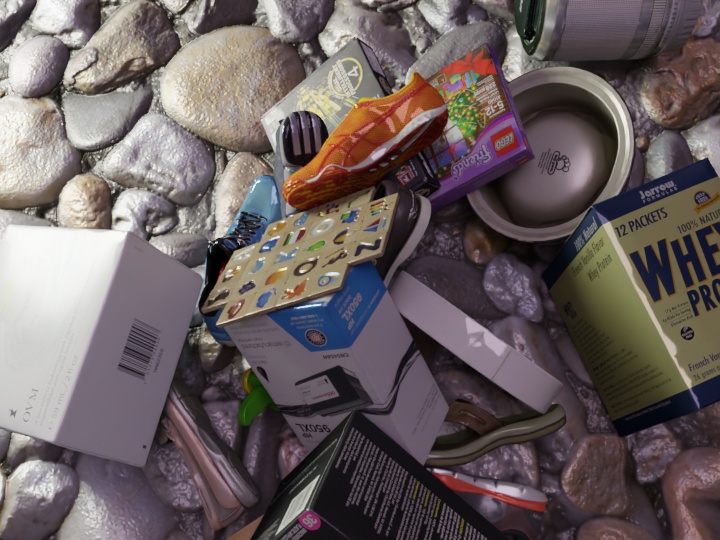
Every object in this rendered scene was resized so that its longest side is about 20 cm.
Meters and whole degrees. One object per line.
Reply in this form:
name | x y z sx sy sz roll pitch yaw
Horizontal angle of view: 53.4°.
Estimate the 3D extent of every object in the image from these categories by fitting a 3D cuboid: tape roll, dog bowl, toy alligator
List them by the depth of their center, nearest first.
tape roll | 0.113 0.071 0.724 0.201 0.203 0.037 36 92 11
toy alligator | -0.083 0.084 0.805 0.054 0.058 0.204 35 59 -32
dog bowl | 0.217 -0.121 0.818 0.195 0.073 0.206 -9 73 28

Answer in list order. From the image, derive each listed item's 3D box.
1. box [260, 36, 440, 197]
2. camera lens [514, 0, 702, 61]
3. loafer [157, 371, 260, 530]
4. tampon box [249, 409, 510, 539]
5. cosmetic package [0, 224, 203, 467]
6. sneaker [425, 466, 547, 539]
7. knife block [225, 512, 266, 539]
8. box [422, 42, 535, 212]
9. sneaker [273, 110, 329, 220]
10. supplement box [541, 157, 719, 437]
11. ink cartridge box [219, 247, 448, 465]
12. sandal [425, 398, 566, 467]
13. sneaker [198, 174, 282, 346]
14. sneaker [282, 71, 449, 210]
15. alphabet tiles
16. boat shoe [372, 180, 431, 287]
box | -0.016 -0.141 0.841 0.159 0.049 0.204 -33 71 25
camera lens | 0.295 -0.343 0.879 0.193 0.161 0.165 -1 71 1
loafer | -0.187 0.181 0.765 0.062 0.072 0.201 -38 78 -4
tampon box | 0.013 0.263 0.645 0.199 0.150 0.127 40 34 -3
cosmetic package | -0.297 0.071 0.736 0.195 0.123 0.205 3 69 31
sneaker | 0.094 0.249 0.735 0.194 0.077 0.084 10 78 5
knife block | -0.109 0.283 0.671 0.198 0.176 0.065 -35 75 -11
box | 0.088 -0.149 0.832 0.197 0.039 0.140 -27 69 26
sneaker | -0.062 -0.074 0.812 0.072 0.087 0.207 -5 99 -20
supplement box | 0.308 0.038 0.732 0.131 0.201 0.204 -20 72 -7
ink cartridge box | -0.021 0.093 0.696 0.142 0.203 0.085 -9 31 38
sandal | 0.121 0.161 0.758 0.195 0.080 0.059 -13 89 -13
sneaker | -0.128 -0.022 0.807 0.076 0.090 0.205 7 67 19
sneaker | -0.001 -0.132 0.756 0.197 0.073 0.078 -33 69 -8
alphabet tiles | -0.057 -0.016 0.680 0.195 0.006 0.168 -18 31 24
boat shoe | 0.000 0.000 0.770 0.059 0.072 0.204 23 104 -25
